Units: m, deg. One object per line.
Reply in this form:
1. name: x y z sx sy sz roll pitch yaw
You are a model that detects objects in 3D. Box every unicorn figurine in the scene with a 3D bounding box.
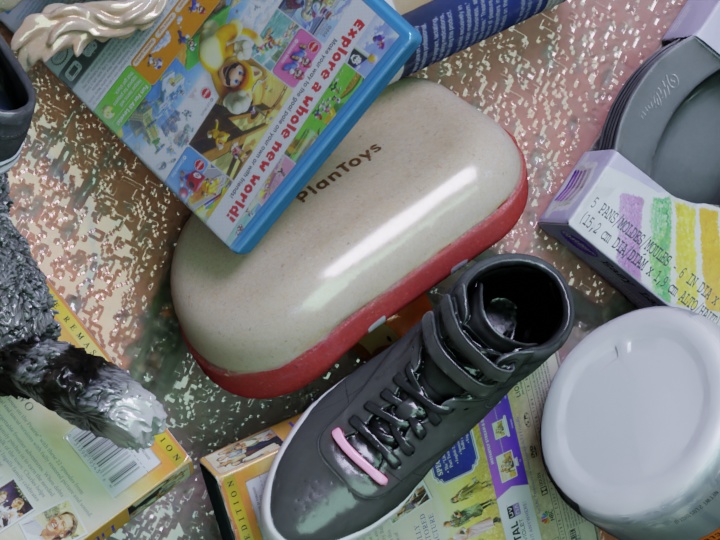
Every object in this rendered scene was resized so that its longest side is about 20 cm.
1. unicorn figurine: -0.137 -0.204 1.202 0.137 0.074 0.200 -10 120 1

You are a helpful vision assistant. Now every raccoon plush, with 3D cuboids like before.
1. raccoon plush: -0.166 -0.003 1.240 0.200 0.097 0.134 30 64 -4

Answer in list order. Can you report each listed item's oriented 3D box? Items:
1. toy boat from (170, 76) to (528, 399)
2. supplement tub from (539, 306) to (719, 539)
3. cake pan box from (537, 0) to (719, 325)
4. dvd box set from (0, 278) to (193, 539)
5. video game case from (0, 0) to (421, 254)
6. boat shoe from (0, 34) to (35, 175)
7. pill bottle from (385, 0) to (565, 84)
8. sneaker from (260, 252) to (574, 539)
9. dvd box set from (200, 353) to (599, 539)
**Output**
1. toy boat: 0.000 0.000 1.314 0.200 0.131 0.131 -35 131 -14
2. supplement tub: 0.195 0.108 1.337 0.200 0.122 0.123 33 81 -46
3. cake pan box: 0.223 -0.047 1.408 0.200 0.052 0.184 39 79 -16
4. dvd box set: -0.206 0.103 1.252 0.200 0.029 0.146 -37 74 -14
5. video game case: -0.084 -0.127 1.241 0.200 0.018 0.143 45 106 15
6. boat shoe: -0.223 -0.135 1.193 0.070 0.066 0.200 -27 78 -39
7. pill bottle: 0.023 -0.162 1.304 0.200 0.111 0.111 -27 100 -15
8. sneaker: 0.029 0.059 1.237 0.200 0.099 0.071 -41 82 -19
9. dvd box set: 0.025 0.126 1.332 0.200 0.029 0.146 -24 117 -16
